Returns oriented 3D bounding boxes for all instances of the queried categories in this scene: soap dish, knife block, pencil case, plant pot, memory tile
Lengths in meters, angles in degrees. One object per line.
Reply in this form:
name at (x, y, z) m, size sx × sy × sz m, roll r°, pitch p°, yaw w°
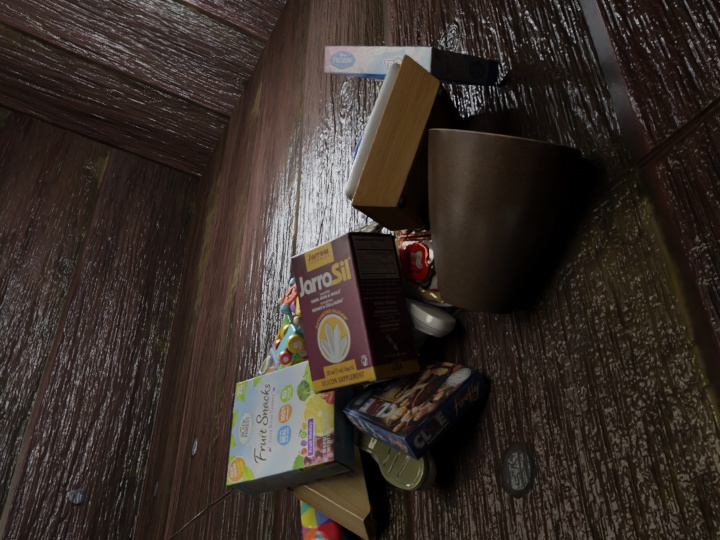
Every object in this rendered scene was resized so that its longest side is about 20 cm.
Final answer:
soap dish at (0.065, -0.159, 0.872) m, size 0.080 × 0.157 × 0.204 m, roll 19°, pitch 89°, yaw 23°
knife block at (-0.074, 0.337, 1.017) m, size 0.202 × 0.172 × 0.065 m, roll -106°, pitch 1°, yaw -50°
pencil case at (-0.060, 0.401, 1.056) m, size 0.089 × 0.087 × 0.202 m, roll -57°, pitch 28°, yaw 31°
plant pot at (0.159, -0.057, 0.794) m, size 0.186 × 0.183 × 0.205 m, roll -151°, pitch 67°, yaw -66°
memory tile at (-0.021, -0.049, 1.119) m, size 0.151 × 0.017 × 0.200 m, roll -26°, pitch 8°, yaw 18°

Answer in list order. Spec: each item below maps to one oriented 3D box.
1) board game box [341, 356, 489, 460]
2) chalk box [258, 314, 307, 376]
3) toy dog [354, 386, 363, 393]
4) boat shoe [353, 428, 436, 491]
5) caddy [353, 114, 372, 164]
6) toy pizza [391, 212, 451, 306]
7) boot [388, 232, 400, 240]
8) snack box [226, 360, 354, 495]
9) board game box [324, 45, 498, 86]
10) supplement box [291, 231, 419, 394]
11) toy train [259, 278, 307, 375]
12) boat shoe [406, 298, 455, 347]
board game box at (0.068, 0.178, 0.887) m, size 0.135 × 0.035 × 0.199 m, roll -39°, pitch 15°, yaw -21°
chalk box at (-0.101, 0.174, 1.243) m, size 0.203 × 0.122 × 0.125 m, roll -65°, pitch 26°, yaw 18°
toy dog at (-0.050, 0.202, 1.108) m, size 0.201 × 0.129 × 0.098 m, roll -56°, pitch 33°, yaw 35°
boat shoe at (0.059, 0.256, 0.906) m, size 0.076 × 0.068 × 0.199 m, roll -60°, pitch 22°, yaw -4°
caddy at (0.080, -0.216, 1.088) m, size 0.105 × 0.140 × 0.202 m, roll 42°, pitch 119°, yaw 23°
toy pizza at (0.118, -0.052, 0.921) m, size 0.197 × 0.031 × 0.206 m, roll -4°, pitch 85°, yaw 40°
boot at (-0.001, 0.001, 1.089) m, size 0.168 × 0.065 × 0.200 m, roll -64°, pitch 21°, yaw 2°
snack box at (-0.107, 0.240, 0.999) m, size 0.197 × 0.068 × 0.172 m, roll -21°, pitch 50°, yaw 24°
board game box at (0.080, -0.315, 0.995) m, size 0.197 × 0.197 × 0.044 m, roll 16°, pitch 108°, yaw 37°
supplement box at (-0.009, 0.061, 0.925) m, size 0.129 × 0.102 × 0.205 m, roll -21°, pitch 76°, yaw 41°
toy train at (-0.114, 0.098, 1.165) m, size 0.150 × 0.055 × 0.203 m, roll -36°, pitch 33°, yaw 51°
boat shoe at (0.079, 0.082, 0.975) m, size 0.199 × 0.071 × 0.070 m, roll 19°, pitch 92°, yaw 66°
